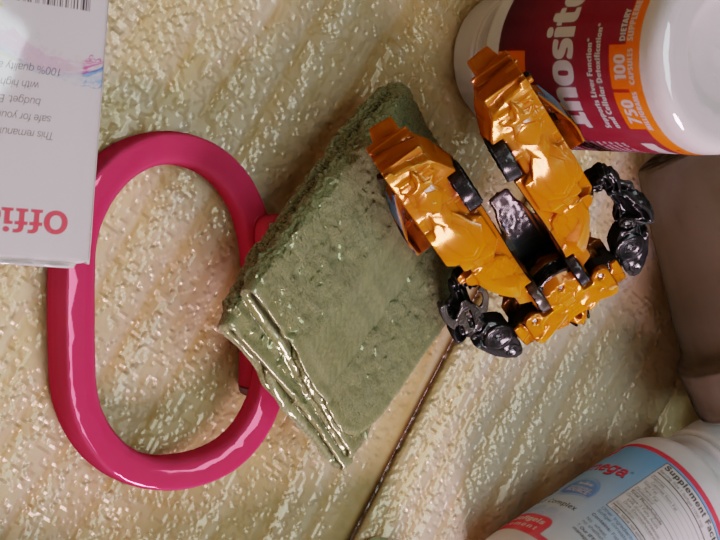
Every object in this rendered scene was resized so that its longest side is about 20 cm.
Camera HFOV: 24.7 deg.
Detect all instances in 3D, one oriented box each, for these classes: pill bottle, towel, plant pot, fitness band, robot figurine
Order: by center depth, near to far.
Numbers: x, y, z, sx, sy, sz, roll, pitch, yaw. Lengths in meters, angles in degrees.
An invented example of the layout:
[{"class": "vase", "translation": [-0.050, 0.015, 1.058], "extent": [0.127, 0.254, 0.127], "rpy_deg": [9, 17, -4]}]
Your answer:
[{"class": "fitness band", "translation": [-0.108, 0.023, 0.928], "extent": [0.142, 0.037, 0.202], "rpy_deg": [-2, 95, -32]}, {"class": "robot figurine", "translation": [0.091, -0.033, 0.969], "extent": [0.144, 0.058, 0.200], "rpy_deg": [-34, 135, 5]}, {"class": "towel", "translation": [0.000, 0.000, 0.970], "extent": [0.201, 0.036, 0.149], "rpy_deg": [-56, 132, -30]}, {"class": "pill bottle", "translation": [0.149, -0.128, 0.992], "extent": [0.112, 0.199, 0.114], "rpy_deg": [-3, 96, -34]}, {"class": "pill bottle", "translation": [0.180, 0.180, 1.099], "extent": [0.199, 0.108, 0.110], "rpy_deg": [-28, 109, -30]}, {"class": "plant pot", "translation": [0.280, -0.019, 1.117], "extent": [0.199, 0.200, 0.175], "rpy_deg": [-31, 95, -29]}]

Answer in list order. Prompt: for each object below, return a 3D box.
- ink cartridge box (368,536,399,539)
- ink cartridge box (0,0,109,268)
[{"class": "ink cartridge box", "translation": [-0.020, 0.275, 0.978], "extent": [0.199, 0.050, 0.163], "rpy_deg": [-26, 109, -44]}, {"class": "ink cartridge box", "translation": [-0.207, -0.108, 0.813], "extent": [0.146, 0.085, 0.202], "rpy_deg": [4, 93, -36]}]
